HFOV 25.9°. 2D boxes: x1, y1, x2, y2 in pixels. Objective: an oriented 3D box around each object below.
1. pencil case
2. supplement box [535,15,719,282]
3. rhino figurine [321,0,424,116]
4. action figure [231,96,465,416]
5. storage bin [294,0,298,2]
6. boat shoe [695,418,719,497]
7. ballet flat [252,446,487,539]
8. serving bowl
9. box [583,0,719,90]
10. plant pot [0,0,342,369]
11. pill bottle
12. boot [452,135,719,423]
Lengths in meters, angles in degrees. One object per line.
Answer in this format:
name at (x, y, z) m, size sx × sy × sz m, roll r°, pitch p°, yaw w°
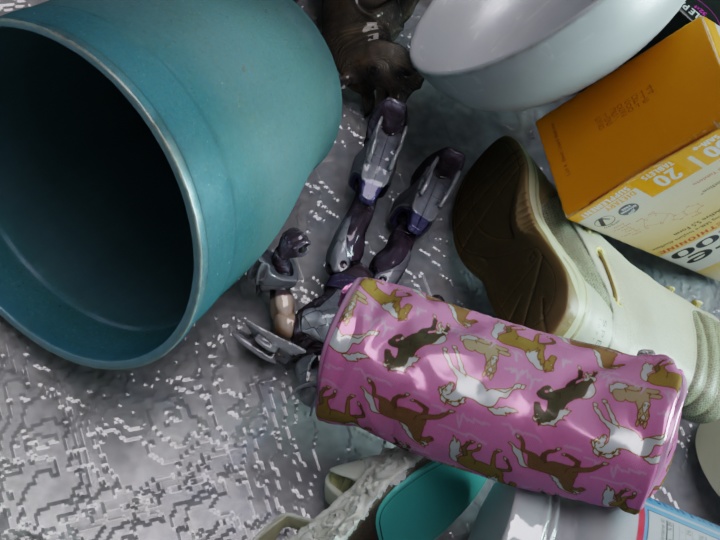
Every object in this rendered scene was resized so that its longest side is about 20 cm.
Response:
pencil case at (0.073, 0.065, 0.847) m, size 0.200 × 0.083 × 0.087 m, roll 15°, pitch 26°, yaw 10°
supplement box at (0.220, -0.067, 0.969) m, size 0.200 × 0.126 × 0.074 m, roll 17°, pitch 50°, yaw -46°
rhino figurine at (0.009, -0.179, 1.039) m, size 0.060 × 0.087 × 0.200 m, roll 29°, pitch 48°, yaw -50°
action figure at (0.000, 0.000, 0.945) m, size 0.130 × 0.069 × 0.200 m, roll 29°, pitch 62°, yaw -14°
storage bin at (-0.087, -0.234, 0.976) m, size 0.134 × 0.200 × 0.146 m, roll 19°, pitch 58°, yaw -21°
boat shoe at (0.281, 0.146, 0.932) m, size 0.071 × 0.063 × 0.200 m, roll -52°, pitch 44°, yaw 0°
ballet flat at (-0.012, 0.143, 0.868) m, size 0.200 × 0.072 × 0.072 m, roll -37°, pitch 79°, yaw -32°
serving bowl at (0.128, -0.161, 0.940) m, size 0.066 × 0.200 × 0.200 m, roll 50°, pitch 54°, yaw -25°
box at (0.187, -0.225, 1.095) m, size 0.200 × 0.124 × 0.149 m, roll 45°, pitch 58°, yaw 7°
plant pot at (-0.113, -0.075, 0.884) m, size 0.200 × 0.200 × 0.188 m, roll 44°, pitch 43°, yaw 7°
pill bottle at (0.161, 0.185, 0.875) m, size 0.200 × 0.109 × 0.109 m, roll 23°, pitch 58°, yaw -5°
boot at (0.145, 0.006, 0.983) m, size 0.155 × 0.072 × 0.200 m, roll 26°, pitch 26°, yaw -27°
